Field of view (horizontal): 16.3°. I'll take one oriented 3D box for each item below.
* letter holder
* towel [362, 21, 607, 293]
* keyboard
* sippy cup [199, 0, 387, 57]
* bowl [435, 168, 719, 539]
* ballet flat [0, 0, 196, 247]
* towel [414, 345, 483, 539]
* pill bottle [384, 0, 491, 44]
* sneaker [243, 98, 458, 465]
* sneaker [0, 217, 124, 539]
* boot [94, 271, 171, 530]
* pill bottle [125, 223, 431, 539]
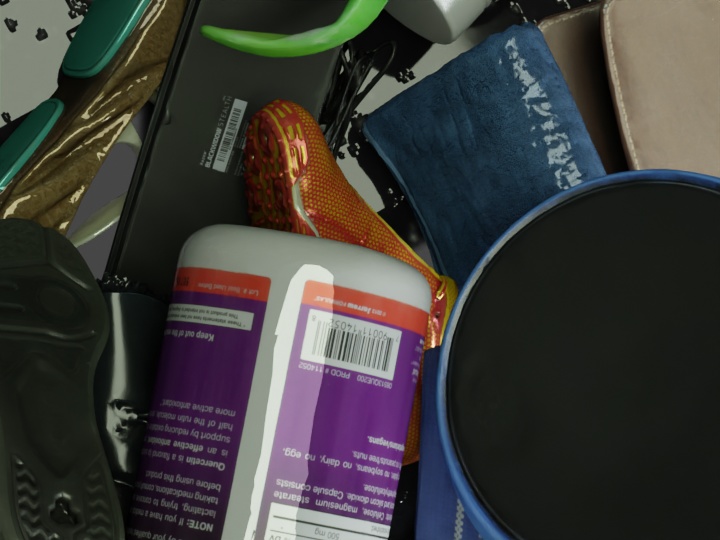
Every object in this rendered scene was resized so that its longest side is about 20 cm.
[{"bbox_3d":[0.140,-0.033,1.222,0.141,0.101,0.201,-17,90,-10],"label":"letter holder"},{"bbox_3d":[0.081,-0.010,1.198,0.048,0.111,0.201,-19,83,-42],"label":"towel"},{"bbox_3d":[-0.053,-0.065,1.207,0.104,0.040,0.201,16,103,-18],"label":"keyboard"},{"bbox_3d":[-0.039,-0.195,1.109,0.129,0.140,0.179,5,52,16],"label":"sippy cup"},{"bbox_3d":[0.125,0.050,1.099,0.199,0.039,0.202,-6,72,18],"label":"bowl"},{"bbox_3d":[-0.119,-0.073,1.196,0.072,0.068,0.201,37,80,-27],"label":"ballet flat"},{"bbox_3d":[0.114,0.119,1.161,0.199,0.024,0.146,15,119,23],"label":"towel"},{"bbox_3d":[0.080,-0.208,1.215,0.111,0.111,0.200,44,80,-5],"label":"pill bottle"},{"bbox_3d":[0.000,0.000,1.189,0.077,0.073,0.201,-29,122,-11],"label":"sneaker"},{"bbox_3d":[-0.155,0.076,1.096,0.076,0.114,0.200,10,49,-29],"label":"sneaker"},{"bbox_3d":[-0.048,0.093,1.175,0.199,0.076,0.169,11,81,-26],"label":"boot"},{"bbox_3d":[-0.039,0.087,1.076,0.112,0.112,0.201,12,85,-10],"label":"pill bottle"}]
